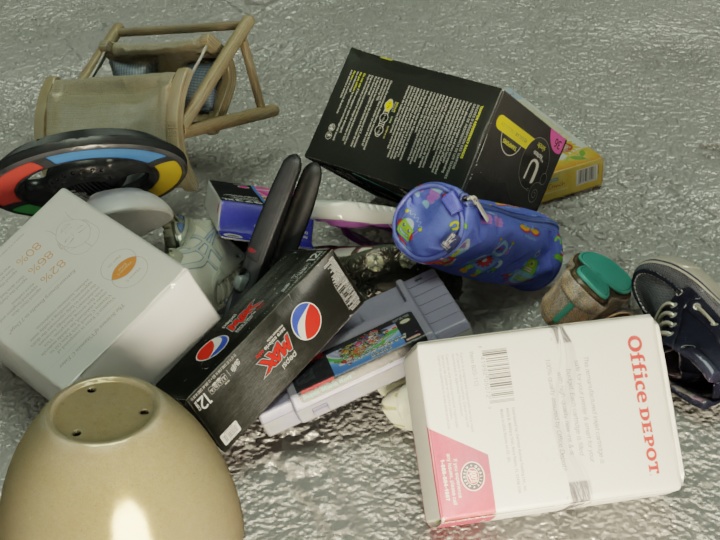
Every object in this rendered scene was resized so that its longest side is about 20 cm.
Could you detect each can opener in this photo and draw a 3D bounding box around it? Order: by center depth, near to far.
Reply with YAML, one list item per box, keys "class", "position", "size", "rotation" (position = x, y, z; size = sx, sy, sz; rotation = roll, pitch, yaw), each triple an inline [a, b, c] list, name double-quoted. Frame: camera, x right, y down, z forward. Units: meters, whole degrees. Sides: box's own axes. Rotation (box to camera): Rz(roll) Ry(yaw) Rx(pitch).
- class: "can opener"
  position: [-0.086, -0.012, 1.548]
  size: [0.079, 0.200, 0.063]
  rotation: [25, 11, 36]

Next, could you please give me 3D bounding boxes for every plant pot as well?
- class: "plant pot"
  position: [-0.198, 0.163, 1.332]
  size: [0.200, 0.135, 0.200]
  rotation: [-2, 33, 1]

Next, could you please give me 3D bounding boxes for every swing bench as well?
- class: "swing bench"
  position: [-0.230, -0.182, 1.836]
  size: [0.199, 0.130, 0.200]
  rotation: [1, 30, 31]

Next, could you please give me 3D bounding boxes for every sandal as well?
- class: "sandal"
  position: [0.019, -0.038, 1.673]
  size: [0.082, 0.050, 0.203]
  rotation: [6, -2, 43]

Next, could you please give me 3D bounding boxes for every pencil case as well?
- class: "pencil case"
  position: [0.117, -0.033, 1.579]
  size: [0.200, 0.087, 0.078]
  rotation: [14, 49, -51]

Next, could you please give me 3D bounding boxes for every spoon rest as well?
- class: "spoon rest"
  position: [-0.264, -0.038, 1.661]
  size: [0.099, 0.061, 0.200]
  rotation: [-1, -9, -41]

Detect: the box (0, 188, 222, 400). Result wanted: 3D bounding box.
- class: "box"
  position: [-0.243, 0.043, 1.502]
  size: [0.152, 0.106, 0.200]
  rotation: [-46, 48, -15]

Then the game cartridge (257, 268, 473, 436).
- class: "game cartridge"
  position: [-0.006, 0.070, 1.486]
  size: [0.200, 0.038, 0.130]
  rotation: [-25, 20, -2]

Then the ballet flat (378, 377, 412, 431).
- class: "ballet flat"
  position: [0.051, 0.101, 1.485]
  size: [0.075, 0.068, 0.200]
  rotation: [-17, 28, 4]

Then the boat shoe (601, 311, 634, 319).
- class: "boat shoe"
  position: [0.185, 0.098, 1.465]
  size: [0.076, 0.072, 0.200]
  rotation: [19, 39, 30]

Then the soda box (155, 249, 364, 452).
- class: "soda box"
  position: [-0.089, 0.067, 1.456]
  size: [0.071, 0.063, 0.200]
  rotation: [0, 39, 52]

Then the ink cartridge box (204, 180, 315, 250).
- class: "ink cartridge box"
  position: [-0.102, -0.057, 1.681]
  size: [0.095, 0.037, 0.200]
  rotation: [8, 11, -11]

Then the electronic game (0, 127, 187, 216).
- class: "electronic game"
  position: [-0.270, -0.092, 1.646]
  size: [0.200, 0.200, 0.042]
  rotation: [-8, 75, -8]

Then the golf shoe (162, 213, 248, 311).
- class: "golf shoe"
  position: [-0.145, 0.005, 1.634]
  size: [0.097, 0.078, 0.200]
  rotation: [0, 33, -7]

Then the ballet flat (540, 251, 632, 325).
- class: "ballet flat"
  position: [0.206, 0.024, 1.569]
  size: [0.068, 0.067, 0.200]
  rotation: [45, 15, 12]

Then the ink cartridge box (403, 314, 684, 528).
- class: "ink cartridge box"
  position: [0.146, 0.123, 1.355]
  size: [0.200, 0.147, 0.083]
  rotation: [-6, -10, -8]

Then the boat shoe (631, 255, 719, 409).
- class: "boat shoe"
  position: [0.291, 0.053, 1.522]
  size: [0.093, 0.075, 0.200]
  rotation: [-11, 33, -30]

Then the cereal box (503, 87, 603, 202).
- class: "cereal box"
  position: [0.156, -0.135, 1.859]
  size: [0.144, 0.040, 0.200]
  rotation: [-17, 35, -20]

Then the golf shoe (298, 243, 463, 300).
- class: "golf shoe"
  position: [0.000, 0.000, 1.631]
  size: [0.200, 0.077, 0.088]
  rotation: [0, 21, -1]

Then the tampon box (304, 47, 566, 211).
- class: "tampon box"
  position: [0.078, -0.127, 1.711]
  size: [0.200, 0.126, 0.150]
  rotation: [21, -3, 35]
